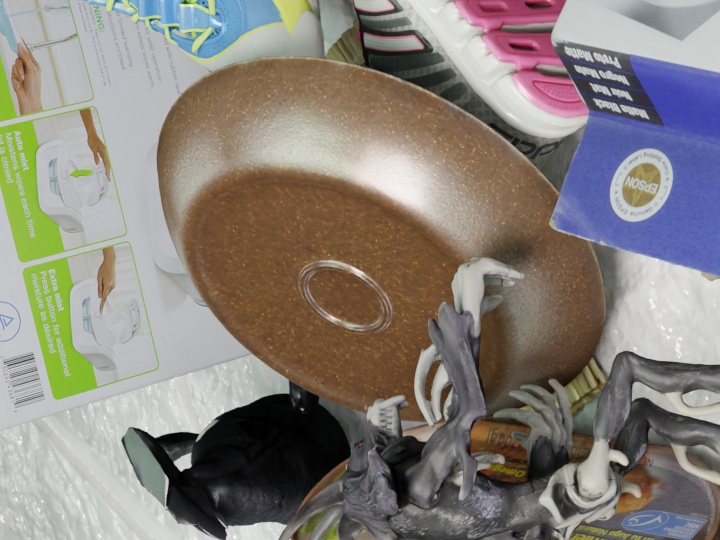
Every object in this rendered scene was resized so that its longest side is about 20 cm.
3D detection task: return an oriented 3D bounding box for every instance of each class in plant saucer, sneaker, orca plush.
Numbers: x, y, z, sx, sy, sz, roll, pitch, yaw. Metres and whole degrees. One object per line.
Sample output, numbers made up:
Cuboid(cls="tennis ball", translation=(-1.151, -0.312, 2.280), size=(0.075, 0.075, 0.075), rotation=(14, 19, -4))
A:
Cuboid(cls="plant saucer", translation=(0.000, 0.000, 1.016), size=(0.200, 0.037, 0.201), rotation=(18, 142, 14))
Cuboid(cls="sneaker", translation=(-0.077, -0.115, 1.071), size=(0.200, 0.105, 0.076), rotation=(-109, 15, -48))
Cuboid(cls="orca plush", translation=(-0.048, 0.068, 1.114), size=(0.105, 0.200, 0.071), rotation=(19, 95, 26))
Cuboid(cls="sneaker", translation=(0.020, -0.109, 1.024), size=(0.200, 0.074, 0.087), rotation=(52, 138, 24))

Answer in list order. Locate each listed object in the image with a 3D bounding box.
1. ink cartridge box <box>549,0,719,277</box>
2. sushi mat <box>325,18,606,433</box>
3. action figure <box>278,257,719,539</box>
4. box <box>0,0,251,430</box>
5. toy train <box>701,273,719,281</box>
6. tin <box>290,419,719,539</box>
Cuboid(cls="ink cartridge box", translation=(0.156, -0.091, 0.804), size=(0.199, 0.041, 0.200), rotation=(17, 81, 47))
Cuboid(cls="sushi mat", translation=(0.033, -0.012, 1.094), size=(0.200, 0.012, 0.096), rotation=(61, 140, 15))
Cuboid(cls="action figure", translation=(0.065, 0.061, 0.945), size=(0.119, 0.200, 0.102), rotation=(71, -170, -55))
Cuboid(cls="box", translation=(-0.132, -0.043, 1.155), size=(0.097, 0.176, 0.200), rotation=(-9, 97, 57))
Cuboid(cls="toy train", translation=(0.102, -0.083, 0.954), size=(0.034, 0.046, 0.200), rotation=(-42, 70, 50))
Cuboid(cls="tin", translation=(0.060, 0.112, 1.017), size=(0.200, 0.112, 0.042), rotation=(6, 124, 43))
